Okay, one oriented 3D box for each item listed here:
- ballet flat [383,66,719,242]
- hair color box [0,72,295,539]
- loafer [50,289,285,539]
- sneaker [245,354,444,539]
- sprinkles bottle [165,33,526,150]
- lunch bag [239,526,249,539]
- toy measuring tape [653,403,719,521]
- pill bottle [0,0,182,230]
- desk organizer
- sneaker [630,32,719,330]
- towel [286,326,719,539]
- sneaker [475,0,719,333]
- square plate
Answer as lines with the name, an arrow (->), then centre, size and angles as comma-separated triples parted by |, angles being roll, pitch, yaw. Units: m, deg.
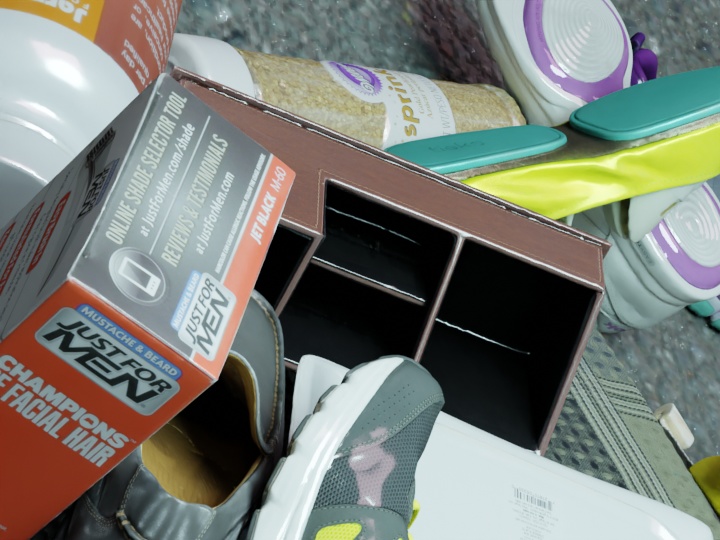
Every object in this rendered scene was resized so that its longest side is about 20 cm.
ballet flat -> 0.098, -0.041, 1.240 | 0.200, 0.067, 0.067 | -15, 112, -18
hair color box -> -0.115, 0.034, 0.958 | 0.064, 0.200, 0.111 | 36, 41, -15
loafer -> -0.055, 0.057, 0.984 | 0.073, 0.072, 0.200 | 27, 32, -10
sneaker -> -0.006, 0.120, 0.950 | 0.085, 0.074, 0.200 | 25, 59, 4
sprinkles bottle -> -0.015, -0.061, 1.244 | 0.200, 0.068, 0.068 | 5, 57, -43
lunch bag -> -0.051, 0.187, 0.996 | 0.161, 0.082, 0.200 | 9, 54, -42
toy measuring tape -> 0.186, 0.089, 1.249 | 0.074, 0.074, 0.200 | 38, 8, -17
pill bottle -> -0.133, -0.085, 1.107 | 0.112, 0.112, 0.200 | 32, 41, -23
desk organizer -> 0.000, 0.000, 1.129 | 0.200, 0.072, 0.077 | 21, 32, -13
sneaker -> 0.182, -0.035, 1.403 | 0.200, 0.088, 0.074 | 35, 41, -19
towel -> 0.052, 0.060, 1.200 | 0.193, 0.035, 0.200 | 14, 31, -34
sneaker -> 0.096, -0.060, 1.326 | 0.075, 0.100, 0.200 | -17, 77, -40
square plate -> 0.057, 0.141, 1.033 | 0.200, 0.028, 0.198 | 24, 50, -22
